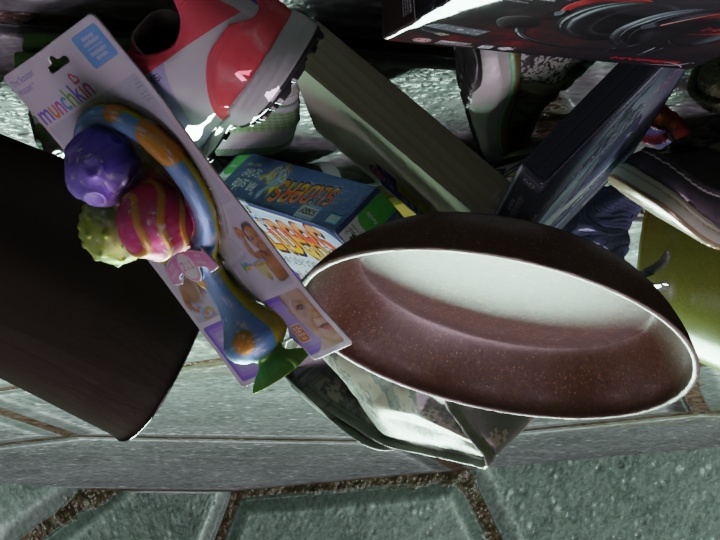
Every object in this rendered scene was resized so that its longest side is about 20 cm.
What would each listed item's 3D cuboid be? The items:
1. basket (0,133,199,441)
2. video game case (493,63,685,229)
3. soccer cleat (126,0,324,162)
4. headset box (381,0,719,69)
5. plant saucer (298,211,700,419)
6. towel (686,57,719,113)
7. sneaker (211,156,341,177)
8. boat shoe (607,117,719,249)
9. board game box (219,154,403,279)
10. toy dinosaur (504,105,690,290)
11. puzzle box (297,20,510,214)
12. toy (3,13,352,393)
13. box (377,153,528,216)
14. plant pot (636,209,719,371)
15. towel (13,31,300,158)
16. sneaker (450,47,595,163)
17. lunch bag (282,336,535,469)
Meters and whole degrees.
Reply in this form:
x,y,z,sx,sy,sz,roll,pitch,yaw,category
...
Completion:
x,y,z,sx,sy,sz,roll,pitch,yaw,category
-0.195,-0.008,1.460,0.199,0.136,0.180,24,-176,-15,basket
0.109,-0.055,1.319,0.143,0.019,0.200,-45,173,-21,video game case
-0.089,-0.091,1.294,0.073,0.068,0.200,36,152,-11,soccer cleat
0.112,-0.140,1.019,0.148,0.075,0.200,3,170,-23,headset box
0.069,0.018,1.294,0.200,0.037,0.201,12,158,5,plant saucer
0.287,-0.104,1.383,0.200,0.037,0.148,-10,168,39,towel
-0.102,-0.031,1.693,0.099,0.071,0.200,6,162,-31,sneaker
0.194,-0.050,1.426,0.072,0.065,0.200,37,-168,26,boat shoe
0.000,0.000,1.478,0.135,0.034,0.200,48,169,-21,board game box
0.113,-0.028,1.546,0.181,0.105,0.200,-42,-169,-2,toy dinosaur
0.025,-0.060,1.395,0.133,0.025,0.200,40,176,7,puzzle box
-0.102,-0.020,1.292,0.047,0.200,0.115,-47,-168,-30,toy
0.042,-0.031,1.681,0.200,0.050,0.075,-11,-166,45,box
0.270,-0.004,1.587,0.192,0.201,0.200,8,174,18,plant pot
-0.106,-0.097,1.422,0.149,0.031,0.200,-3,169,-3,towel
0.089,-0.103,1.279,0.088,0.077,0.200,-14,173,4,sneaker
0.057,0.036,1.766,0.164,0.118,0.200,-42,-155,-25,lunch bag
